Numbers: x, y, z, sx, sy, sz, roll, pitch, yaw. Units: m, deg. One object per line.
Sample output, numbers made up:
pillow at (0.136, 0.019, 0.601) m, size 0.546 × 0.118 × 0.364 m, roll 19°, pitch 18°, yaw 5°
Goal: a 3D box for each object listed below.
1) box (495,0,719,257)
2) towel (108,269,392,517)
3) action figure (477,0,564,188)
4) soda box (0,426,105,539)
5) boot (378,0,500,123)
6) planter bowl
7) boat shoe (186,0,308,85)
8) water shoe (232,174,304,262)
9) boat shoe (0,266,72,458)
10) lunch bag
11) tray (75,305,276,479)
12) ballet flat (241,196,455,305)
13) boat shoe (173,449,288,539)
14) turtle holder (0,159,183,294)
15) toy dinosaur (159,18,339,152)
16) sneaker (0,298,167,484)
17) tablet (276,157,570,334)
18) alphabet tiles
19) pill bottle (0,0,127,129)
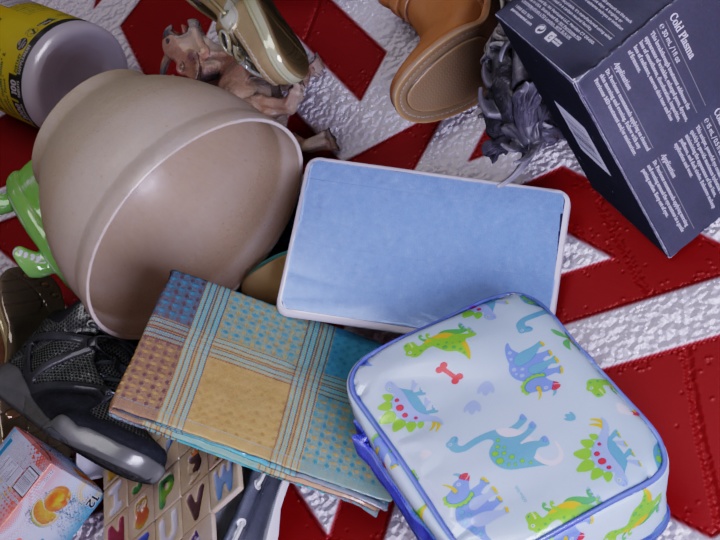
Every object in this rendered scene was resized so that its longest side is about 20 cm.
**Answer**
box at (0.223, -0.145, 1.063) m, size 0.182 × 0.200 × 0.104 m, roll -38°, pitch 44°, yaw 0°
towel at (-0.060, 0.083, 1.086) m, size 0.200 × 0.022 × 0.147 m, roll 20°, pitch 43°, yaw -1°
action figure at (0.135, -0.156, 1.163) m, size 0.102 × 0.119 × 0.200 m, roll 1°, pitch 65°, yaw -8°
soda box at (-0.288, 0.221, 1.176) m, size 0.200 × 0.068 × 0.064 m, roll -52°, pitch 46°, yaw -5°
boot at (0.062, -0.211, 1.307) m, size 0.200 × 0.074 × 0.155 m, roll -41°, pitch 45°, yaw -20°
planter bowl at (-0.161, -0.068, 1.166) m, size 0.200 × 0.200 × 0.135 m, roll -44°, pitch 63°, yaw -6°
boat shoe at (-0.100, -0.203, 1.285) m, size 0.063 × 0.073 × 0.201 m, roll -38°, pitch 45°, yaw 8°
water shoe at (-0.047, -0.034, 1.252) m, size 0.200 × 0.071 × 0.079 m, roll 3°, pitch 82°, yaw 37°
boat shoe at (-0.279, 0.095, 1.290) m, size 0.068 × 0.072 × 0.200 m, roll -47°, pitch 43°, yaw 42°
lunch bag at (0.089, 0.114, 1.002) m, size 0.161 × 0.083 × 0.200 m, roll -25°, pitch 46°, yaw -14°
tray at (-0.134, 0.098, 1.209) m, size 0.200 × 0.022 × 0.108 m, roll -15°, pitch 64°, yaw 22°
ballet flat at (0.000, 0.000, 1.185) m, size 0.200 × 0.069 × 0.063 m, roll -23°, pitch 61°, yaw 17°
boat shoe at (-0.087, 0.135, 1.115) m, size 0.076 × 0.060 × 0.200 m, roll -10°, pitch 60°, yaw 29°
turtle holder at (-0.214, -0.037, 1.289) m, size 0.132 × 0.141 × 0.186 m, roll -37°, pitch 34°, yaw 1°
toy dinosaur at (-0.100, -0.135, 1.340) m, size 0.135 × 0.086 × 0.200 m, roll -23°, pitch 51°, yaw 14°
sneaker at (-0.194, 0.083, 1.163) m, size 0.199 × 0.076 × 0.114 m, roll 26°, pitch 79°, yaw 49°
tablet at (0.047, -0.012, 1.133) m, size 0.200 × 0.014 × 0.130 m, roll 8°, pitch 68°, yaw 7°
alphabet tiles at (-0.139, 0.145, 1.120) m, size 0.166 × 0.006 × 0.200 m, roll -43°, pitch 38°, yaw 31°
pill bottle at (-0.326, -0.205, 1.512) m, size 0.200 × 0.112 × 0.112 m, roll 24°, pitch 71°, yaw 42°
